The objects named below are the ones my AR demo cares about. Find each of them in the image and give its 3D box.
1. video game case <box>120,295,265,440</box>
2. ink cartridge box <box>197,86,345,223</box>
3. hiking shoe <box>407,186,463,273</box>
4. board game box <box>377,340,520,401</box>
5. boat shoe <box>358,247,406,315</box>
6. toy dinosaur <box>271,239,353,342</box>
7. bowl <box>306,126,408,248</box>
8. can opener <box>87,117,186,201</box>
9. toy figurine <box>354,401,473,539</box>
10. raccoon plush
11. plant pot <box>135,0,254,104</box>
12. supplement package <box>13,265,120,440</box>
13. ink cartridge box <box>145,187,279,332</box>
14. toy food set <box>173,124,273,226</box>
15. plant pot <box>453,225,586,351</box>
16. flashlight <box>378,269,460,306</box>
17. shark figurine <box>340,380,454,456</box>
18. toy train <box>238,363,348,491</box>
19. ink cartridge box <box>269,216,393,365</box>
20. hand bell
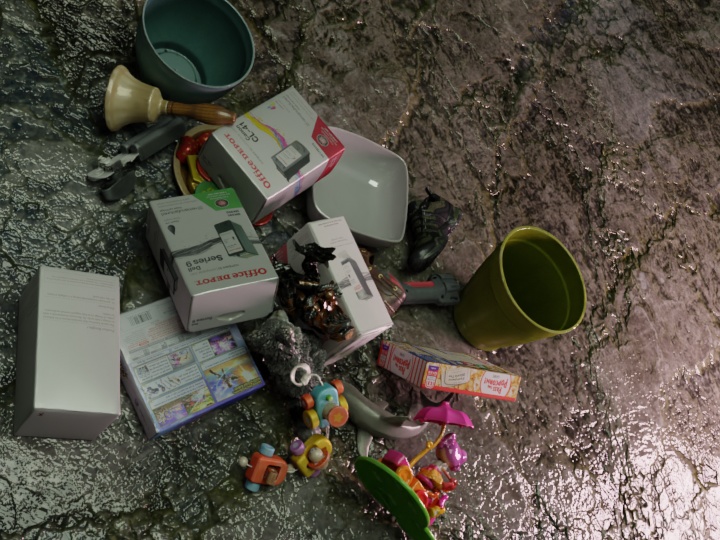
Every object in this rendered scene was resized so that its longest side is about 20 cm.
[{"bbox_3d":[-0.265,0.131,1.483,0.198,0.045,0.183,-20,77,-40],"label":"video game case"},{"bbox_3d":[-0.145,-0.193,1.636,0.148,0.086,0.199,49,51,4],"label":"ink cartridge box"},{"bbox_3d":[0.116,-0.075,1.851,0.100,0.076,0.201,37,41,-2],"label":"hiking shoe"},{"bbox_3d":[0.150,0.169,1.685,0.197,0.151,0.047,12,95,-29],"label":"board game box"},{"bbox_3d":[0.000,0.000,1.679,0.200,0.070,0.070,47,2,26],"label":"boat shoe"},{"bbox_3d":[-0.094,0.035,1.534,0.197,0.137,0.103,16,48,13],"label":"toy dinosaur"},{"bbox_3d":[-0.015,-0.140,1.782,0.197,0.074,0.203,21,56,-26],"label":"bowl"},{"bbox_3d":[-0.357,-0.183,1.591,0.200,0.052,0.067,-47,130,-39],"label":"can opener"},{"bbox_3d":[0.115,0.306,1.572,0.184,0.149,0.202,-44,117,-26],"label":"toy figurine"},{"bbox_3d":[-0.100,0.158,1.509,0.203,0.096,0.134,66,9,11],"label":"raccoon plush"},{"bbox_3d":[-0.294,-0.359,1.662,0.197,0.134,0.204,16,59,-28],"label":"plant pot"},{"bbox_3d":[-0.400,0.115,1.350,0.115,0.117,0.203,10,60,-31],"label":"supplement package"},{"bbox_3d":[-0.227,-0.020,1.508,0.144,0.085,0.201,-12,52,-27],"label":"ink cartridge box"},{"bbox_3d":[-0.220,-0.162,1.667,0.197,0.049,0.201,-4,69,-37],"label":"toy food set"},{"bbox_3d":[0.272,0.054,1.802,0.198,0.192,0.204,16,57,-27],"label":"plant pot"},{"bbox_3d":[0.088,0.030,1.775,0.197,0.067,0.069,-2,100,-40],"label":"flashlight"},{"bbox_3d":[0.068,0.243,1.632,0.211,0.089,0.130,8,63,-30],"label":"shark figurine"},{"bbox_3d":[-0.088,0.249,1.483,0.149,0.055,0.203,26,90,-42],"label":"toy train"},{"bbox_3d":[-0.051,0.036,1.616,0.084,0.145,0.203,-14,75,-41],"label":"ink cartridge box"},{"bbox_3d":[-0.294,-0.256,1.573,0.196,0.105,0.105,11,56,4],"label":"hand bell"}]
